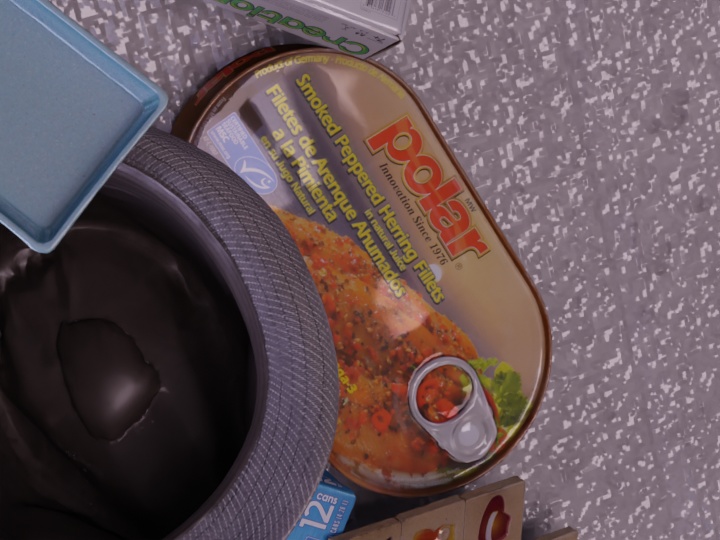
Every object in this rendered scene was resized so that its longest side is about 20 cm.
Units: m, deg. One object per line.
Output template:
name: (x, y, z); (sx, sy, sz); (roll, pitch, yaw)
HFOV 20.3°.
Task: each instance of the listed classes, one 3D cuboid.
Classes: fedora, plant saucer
fedora: (-0.092, 0.044, 0.721); (0.177, 0.090, 0.200); (-43, 70, -1)
plant saucer: (-0.163, -0.092, 0.688); (0.200, 0.019, 0.070); (38, 84, 0)

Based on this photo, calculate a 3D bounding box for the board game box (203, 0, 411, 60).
board game box: (-0.065, -0.168, 0.718); (0.199, 0.035, 0.127); (18, 73, -24)

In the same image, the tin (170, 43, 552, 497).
tin: (0.000, 0.000, 0.807); (0.112, 0.042, 0.200); (-35, 113, -6)

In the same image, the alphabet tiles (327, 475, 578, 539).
alphabet tiles: (0.023, 0.187, 0.836); (0.167, 0.008, 0.201); (-13, 116, -35)

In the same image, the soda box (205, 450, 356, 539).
soda box: (-0.076, 0.161, 0.800); (0.068, 0.064, 0.201); (20, 94, -24)
